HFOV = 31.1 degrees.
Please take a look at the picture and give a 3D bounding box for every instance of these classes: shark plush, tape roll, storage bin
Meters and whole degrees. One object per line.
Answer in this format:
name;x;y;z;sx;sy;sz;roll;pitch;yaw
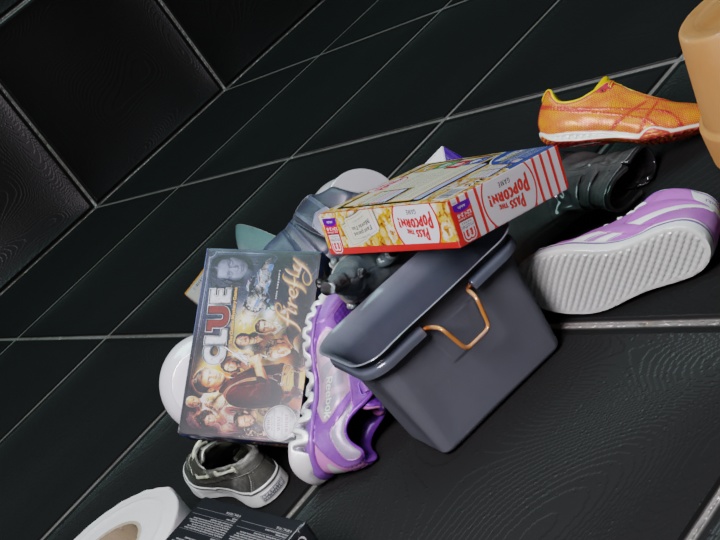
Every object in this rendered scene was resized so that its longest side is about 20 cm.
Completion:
shark plush;0.007;-0.012;1.281;0.083;0.092;0.199;-34;-17;27
tape roll;-0.244;0.317;1.321;0.201;0.071;0.203;-34;19;13
storage bin;0.089;0.066;1.210;0.200;0.135;0.145;-43;20;-14

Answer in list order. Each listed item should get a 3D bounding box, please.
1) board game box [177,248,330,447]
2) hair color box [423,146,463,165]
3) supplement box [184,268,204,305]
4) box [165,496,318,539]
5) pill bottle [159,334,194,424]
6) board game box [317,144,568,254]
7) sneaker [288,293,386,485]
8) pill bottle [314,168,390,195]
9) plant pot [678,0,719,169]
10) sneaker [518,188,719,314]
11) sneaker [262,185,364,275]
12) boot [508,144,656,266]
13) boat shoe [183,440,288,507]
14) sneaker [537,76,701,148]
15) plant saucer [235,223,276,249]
board game box;-0.109;0.079;1.351;0.134;0.035;0.202;2;74;19
hair color box;0.088;-0.024;1.396;0.109;0.064;0.201;-45;32;34
supplement box;-0.136;0.054;1.636;0.074;0.126;0.200;-51;21;-6
box;-0.123;0.289;1.159;0.141;0.079;0.199;-43;20;-26
pill bottle;-0.171;0.128;1.485;0.112;0.113;0.200;-38;-1;-4
board game box;0.076;-0.067;1.244;0.151;0.047;0.199;-27;15;-33
sneaker;-0.011;0.113;1.295;0.088;0.080;0.202;-6;70;35
pill bottle;-0.018;-0.050;1.609;0.116;0.116;0.200;-44;-2;-20
plant pot;0.408;-0.212;1.280;0.199;0.141;0.200;-32;19;12
sneaker;0.251;-0.022;1.242;0.199;0.073;0.114;-13;25;30
sneaker;-0.001;-0.001;1.412;0.147;0.202;0.077;-51;-7;-7
boot;0.224;-0.069;1.396;0.131;0.070;0.200;0;45;53
boat shoe;-0.148;0.207;1.414;0.071;0.064;0.199;-47;21;-26
sneaker;0.291;-0.174;1.410;0.198;0.078;0.073;1;-1;15
plant saucer;-0.071;0.011;1.556;0.036;0.199;0.200;-60;24;-9
